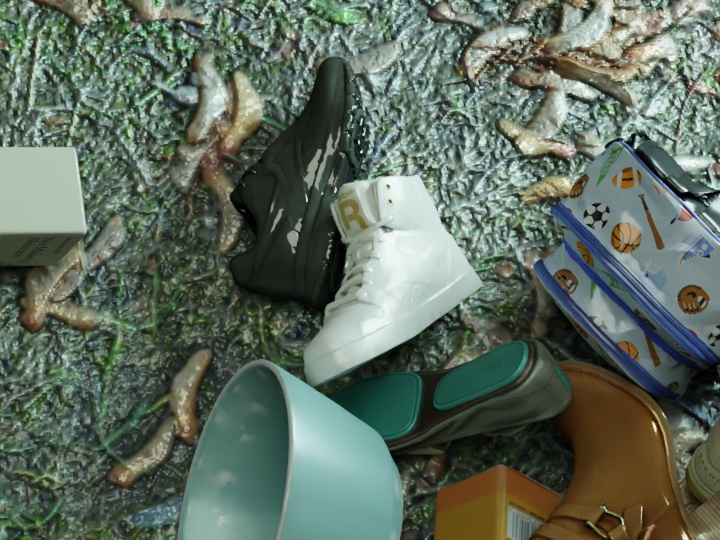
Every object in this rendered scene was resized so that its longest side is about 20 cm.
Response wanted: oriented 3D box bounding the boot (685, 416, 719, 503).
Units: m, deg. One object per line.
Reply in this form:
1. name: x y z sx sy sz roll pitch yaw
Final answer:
1. boot: 0.314 0.067 1.708 0.200 0.156 0.073 -33 65 -28

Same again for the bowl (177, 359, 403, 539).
1. bowl: -0.041 0.168 1.662 0.104 0.201 0.202 13 65 -20

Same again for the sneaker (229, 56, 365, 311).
1. sneaker: -0.047 -0.070 1.817 0.090 0.076 0.201 6 63 11

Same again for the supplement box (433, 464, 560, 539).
1. supplement box: 0.089 0.237 1.664 0.069 0.066 0.201 31 50 -34

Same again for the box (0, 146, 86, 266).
1. box: -0.301 -0.044 1.753 0.199 0.082 0.069 -1 73 -26

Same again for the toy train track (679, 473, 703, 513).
1. toy train track: 0.248 0.194 1.727 0.200 0.033 0.115 42 72 14

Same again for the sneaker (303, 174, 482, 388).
1. sneaker: 0.000 0.000 1.729 0.200 0.073 0.116 -35 98 -54

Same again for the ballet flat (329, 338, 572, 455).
1. ballet flat: 0.059 0.100 1.723 0.199 0.064 0.068 -18 42 36

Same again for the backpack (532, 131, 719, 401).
1. backpack: 0.208 -0.005 1.728 0.200 0.191 0.154 40 88 15

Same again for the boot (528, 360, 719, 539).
1. boot: 0.152 0.162 1.672 0.155 0.077 0.200 -30 69 -29
